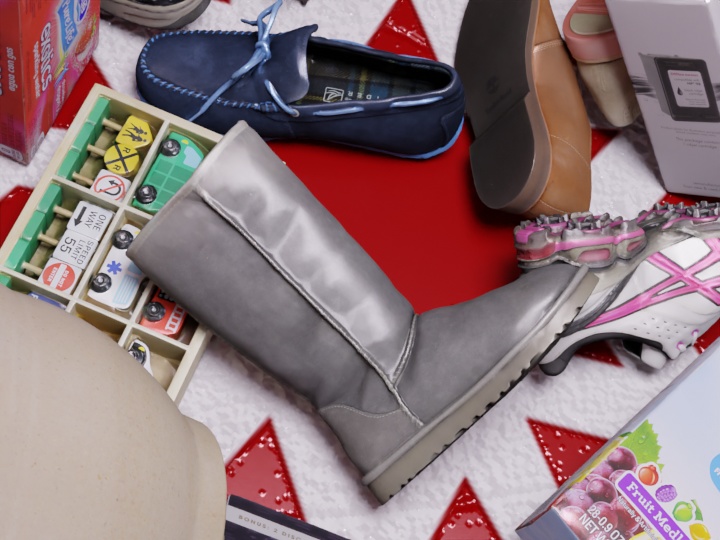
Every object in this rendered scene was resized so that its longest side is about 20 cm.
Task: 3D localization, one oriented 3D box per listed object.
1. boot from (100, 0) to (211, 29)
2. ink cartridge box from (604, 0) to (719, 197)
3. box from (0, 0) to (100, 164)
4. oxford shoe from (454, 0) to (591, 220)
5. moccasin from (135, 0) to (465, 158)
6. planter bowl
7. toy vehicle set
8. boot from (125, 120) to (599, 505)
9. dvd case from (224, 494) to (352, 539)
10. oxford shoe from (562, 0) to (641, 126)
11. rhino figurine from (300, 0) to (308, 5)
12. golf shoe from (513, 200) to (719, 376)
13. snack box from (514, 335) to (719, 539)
[{"bbox_3d":[-0.185,-0.229,0.885,0.202,0.154,0.074,19,63,13],"label":"boot"},{"bbox_3d":[0.204,-0.151,0.883,0.066,0.201,0.116,10,55,35],"label":"ink cartridge box"},{"bbox_3d":[-0.202,-0.161,0.827,0.095,0.200,0.100,23,61,2],"label":"box"},{"bbox_3d":[0.105,-0.113,0.937,0.071,0.071,0.202,19,55,-32],"label":"oxford shoe"},{"bbox_3d":[-0.034,-0.121,0.905,0.197,0.068,0.081,4,62,-4],"label":"moccasin"},{"bbox_3d":[-0.145,0.116,0.711,0.134,0.200,0.202,17,58,-27],"label":"planter bowl"},{"bbox_3d":[-0.135,0.000,0.851,0.123,0.027,0.201,21,62,3],"label":"toy vehicle set"},{"bbox_3d":[0.000,-0.001,0.807,0.182,0.073,0.200,-42,82,2],"label":"boot"},{"bbox_3d":[-0.013,0.200,0.709,0.147,0.016,0.201,22,33,-7],"label":"dvd case"},{"bbox_3d":[0.188,-0.165,0.974,0.070,0.074,0.200,6,38,39],"label":"oxford shoe"},{"bbox_3d":[-0.083,-0.227,0.958,0.198,0.060,0.088,27,81,5],"label":"rhino figurine"},{"bbox_3d":[0.178,0.008,0.881,0.198,0.073,0.093,-7,99,-20],"label":"golf shoe"},{"bbox_3d":[0.209,0.132,0.801,0.200,0.068,0.169,-39,83,-25],"label":"snack box"}]
